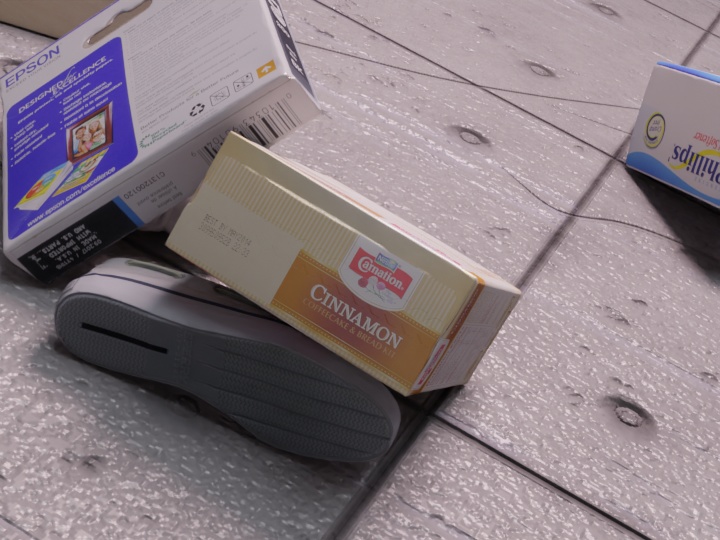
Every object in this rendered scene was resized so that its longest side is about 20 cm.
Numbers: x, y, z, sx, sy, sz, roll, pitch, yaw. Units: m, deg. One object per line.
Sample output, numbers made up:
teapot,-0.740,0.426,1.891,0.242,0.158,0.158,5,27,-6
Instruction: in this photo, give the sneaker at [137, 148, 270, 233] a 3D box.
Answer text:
sneaker,-0.093,-0.076,0.939,0.099,0.078,0.200,26,39,-8

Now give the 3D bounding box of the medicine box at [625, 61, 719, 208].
medicine box,0.366,-0.099,1.189,0.200,0.103,0.182,11,13,-21

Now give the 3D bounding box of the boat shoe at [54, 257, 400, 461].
boat shoe,-0.066,0.038,0.763,0.200,0.074,0.067,24,35,2

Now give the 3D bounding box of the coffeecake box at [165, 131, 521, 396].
coffeecake box,0.000,0.000,0.792,0.153,0.073,0.200,32,4,13

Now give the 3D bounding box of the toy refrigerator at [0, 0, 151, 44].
toy refrigerator,-0.209,-0.223,1.075,0.200,0.076,0.070,15,31,-12

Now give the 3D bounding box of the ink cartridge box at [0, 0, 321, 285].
ink cartridge box,-0.133,-0.108,0.852,0.043,0.198,0.200,51,13,-40
